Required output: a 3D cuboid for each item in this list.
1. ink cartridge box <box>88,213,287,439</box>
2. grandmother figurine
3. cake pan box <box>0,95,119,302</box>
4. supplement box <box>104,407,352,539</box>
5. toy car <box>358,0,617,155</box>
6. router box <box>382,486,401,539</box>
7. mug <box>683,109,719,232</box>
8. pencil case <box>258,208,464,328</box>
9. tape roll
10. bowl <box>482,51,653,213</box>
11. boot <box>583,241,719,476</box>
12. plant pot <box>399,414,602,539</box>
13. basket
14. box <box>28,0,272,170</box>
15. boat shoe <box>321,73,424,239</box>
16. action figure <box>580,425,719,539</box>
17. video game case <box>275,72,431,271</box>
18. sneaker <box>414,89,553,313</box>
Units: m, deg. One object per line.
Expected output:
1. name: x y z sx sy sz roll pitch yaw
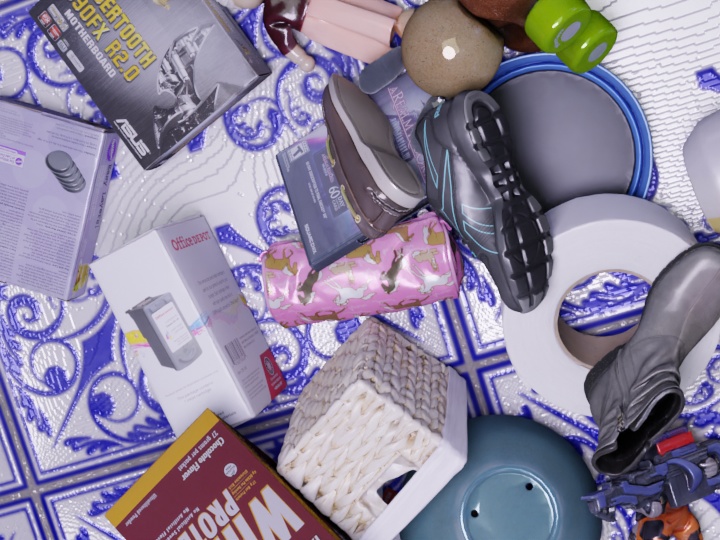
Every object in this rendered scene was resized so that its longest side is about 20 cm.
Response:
1. ink cartridge box: -0.163 0.057 1.314 0.085 0.148 0.200 -28 91 13
2. grandmother figurine: -0.048 -0.256 1.293 0.199 0.061 0.122 18 91 5
3. cake pan box: -0.363 -0.082 1.383 0.199 0.052 0.185 15 99 8
4. supplement box: -0.091 0.260 1.224 0.133 0.200 0.197 -46 65 -6
5. toy car: 0.096 -0.205 1.210 0.200 0.158 0.164 -46 68 16
6. router box: 0.060 0.351 1.363 0.179 0.049 0.200 26 102 6
7. mug: 0.377 -0.083 1.181 0.153 0.149 0.187 -20 68 21
8. pencil case: 0.000 0.000 1.308 0.199 0.083 0.087 -12 57 13
9. tape roll: 0.229 0.034 1.247 0.202 0.071 0.203 1 114 3
10. bowl: 0.177 -0.107 1.279 0.200 0.039 0.201 2 98 11
11. boot: 0.266 0.081 1.155 0.068 0.131 0.200 29 112 -9
12. plant pot: 0.135 0.231 1.256 0.199 0.135 0.201 0 80 1
13. basket: 0.013 0.145 1.255 0.123 0.200 0.136 39 105 -8
14. box: -0.208 -0.225 1.325 0.158 0.048 0.200 -36 91 20
15. boat shoe: -0.002 -0.109 1.234 0.072 0.200 0.060 21 120 -36
16. action figure: 0.262 0.222 1.268 0.104 0.199 0.194 -1 91 56
17. video game case: 0.019 -0.105 1.275 0.200 0.019 0.143 -31 54 18
18. sneaker: 0.108 -0.057 1.177 0.079 0.075 0.201 -15 96 43
